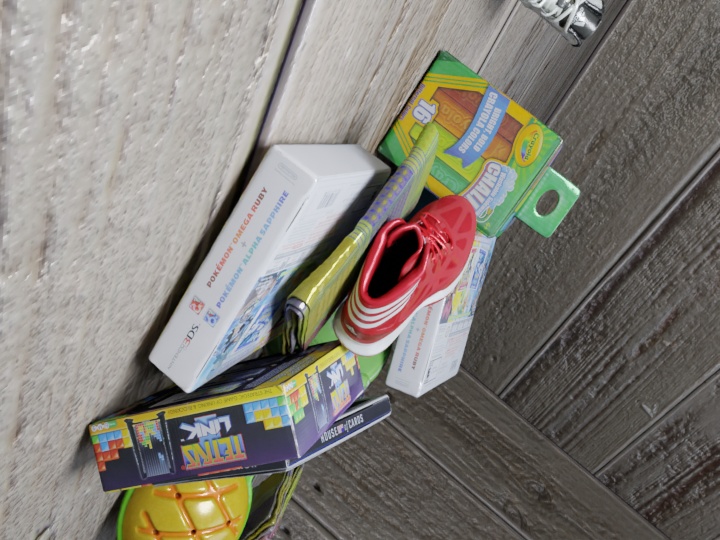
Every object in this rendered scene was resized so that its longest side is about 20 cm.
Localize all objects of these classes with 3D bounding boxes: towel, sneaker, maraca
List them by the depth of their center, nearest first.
[{"bbox_3d":[-0.002,-0.021,0.632,0.201,0.023,0.144,-53,172,-19],"label":"towel"},{"bbox_3d":[0.060,-0.017,0.658,0.201,0.078,0.116,-52,174,-31],"label":"sneaker"},{"bbox_3d":[0.185,-0.276,0.714,0.076,0.115,0.200,-55,171,23],"label":"sneaker"},{"bbox_3d":[-0.173,0.236,0.793,0.203,0.136,0.106,-59,-154,-6],"label":"maraca"},{"bbox_3d":[-0.155,0.309,0.903,0.198,0.023,0.144,-37,-169,21],"label":"towel"}]

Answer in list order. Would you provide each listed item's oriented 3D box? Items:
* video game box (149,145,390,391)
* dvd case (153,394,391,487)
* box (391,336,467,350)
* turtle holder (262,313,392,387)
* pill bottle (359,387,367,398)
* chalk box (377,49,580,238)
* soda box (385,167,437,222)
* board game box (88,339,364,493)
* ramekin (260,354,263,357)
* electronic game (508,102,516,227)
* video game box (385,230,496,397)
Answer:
[{"bbox_3d":[-0.062,-0.013,0.598,0.184,0.046,0.200,-59,171,16],"label":"video game box"},{"bbox_3d":[-0.076,0.156,0.700,0.147,0.025,0.199,-15,175,26],"label":"dvd case"},{"bbox_3d":[0.047,0.063,1.028,0.069,0.198,0.082,-51,172,-11],"label":"box"},{"bbox_3d":[-0.047,0.088,0.809,0.131,0.139,0.189,-38,-150,58],"label":"turtle holder"},{"bbox_3d":[-0.037,0.166,1.262,0.120,0.119,0.201,-49,171,-22],"label":"pill bottle"},{"bbox_3d":[0.139,-0.118,0.804,0.126,0.198,0.124,-55,170,14],"label":"chalk box"},{"bbox_3d":[0.121,-0.105,0.923,0.196,0.069,0.064,-20,161,-15],"label":"soda box"},{"bbox_3d":[-0.098,0.114,0.627,0.161,0.058,0.200,-13,-179,15],"label":"board game box"},{"bbox_3d":[-0.109,0.184,1.018,0.204,0.094,0.203,-51,172,-10],"label":"ramekin"},{"bbox_3d":[0.161,-0.135,1.012,0.202,0.199,0.041,-52,-147,-3],"label":"electronic game"},{"bbox_3d":[0.097,0.037,0.854,0.199,0.046,0.187,2,106,-71],"label":"video game box"}]
